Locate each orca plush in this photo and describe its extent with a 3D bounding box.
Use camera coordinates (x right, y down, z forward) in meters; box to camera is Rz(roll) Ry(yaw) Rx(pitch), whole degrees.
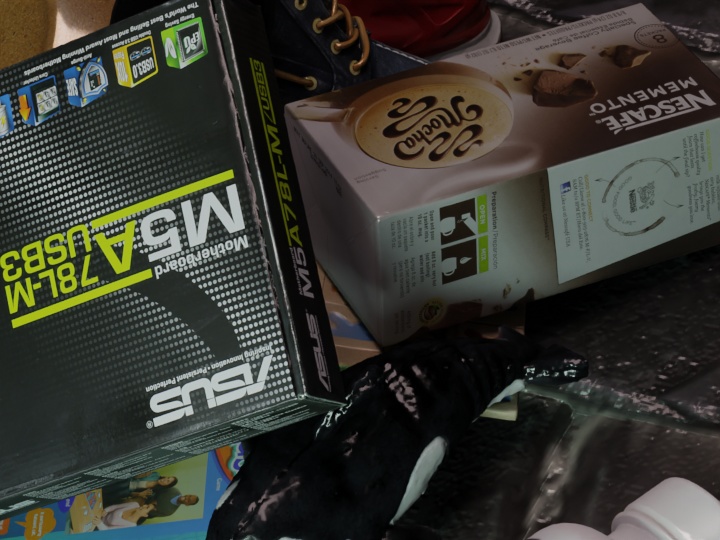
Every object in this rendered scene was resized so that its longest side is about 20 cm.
[{"bbox_3d":[0.015,0.072,1.297,0.199,0.071,0.105,-20,60,-19],"label":"orca plush"}]

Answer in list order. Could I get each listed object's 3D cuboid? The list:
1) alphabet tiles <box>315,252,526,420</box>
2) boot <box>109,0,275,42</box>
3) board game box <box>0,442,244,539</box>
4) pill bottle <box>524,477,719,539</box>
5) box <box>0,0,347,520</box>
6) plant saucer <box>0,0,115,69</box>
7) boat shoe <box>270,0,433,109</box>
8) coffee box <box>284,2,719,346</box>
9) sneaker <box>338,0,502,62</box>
[{"bbox_3d":[0.000,0.000,1.434,0.166,0.008,0.200,7,36,1],"label":"alphabet tiles"},{"bbox_3d":[-0.101,-0.054,1.401,0.079,0.212,0.158,19,24,-7],"label":"boot"},{"bbox_3d":[-0.112,0.097,1.391,0.199,0.045,0.153,-10,41,11],"label":"board game box"},{"bbox_3d":[0.075,0.174,1.187,0.200,0.112,0.111,-35,43,-17],"label":"pill bottle"},{"bbox_3d":[-0.118,-0.004,1.310,0.199,0.047,0.194,-18,72,24],"label":"box"},{"bbox_3d":[-0.203,-0.101,1.574,0.200,0.035,0.201,-22,55,35],"label":"plant saucer"},{"bbox_3d":[-0.021,-0.115,1.494,0.199,0.091,0.071,8,35,-14],"label":"boat shoe"},{"bbox_3d":[0.077,-0.049,1.418,0.199,0.080,0.113,-16,38,-17],"label":"coffee box"},{"bbox_3d":[-0.032,-0.145,1.567,0.199,0.116,0.079,-17,41,3],"label":"sneaker"}]
